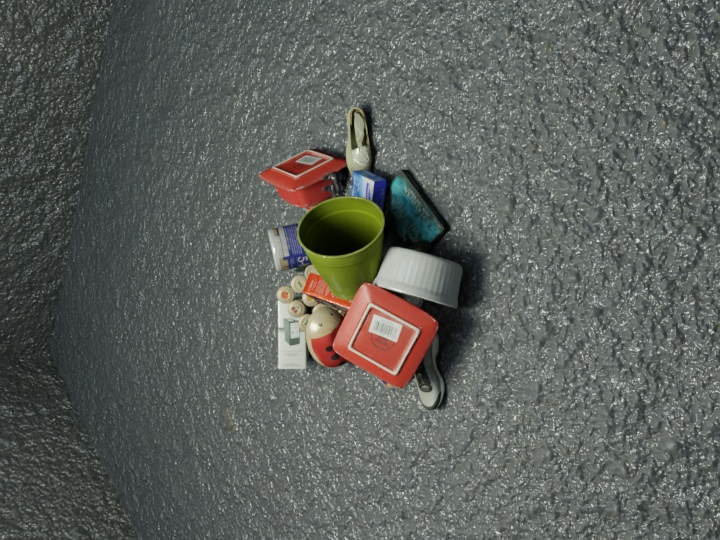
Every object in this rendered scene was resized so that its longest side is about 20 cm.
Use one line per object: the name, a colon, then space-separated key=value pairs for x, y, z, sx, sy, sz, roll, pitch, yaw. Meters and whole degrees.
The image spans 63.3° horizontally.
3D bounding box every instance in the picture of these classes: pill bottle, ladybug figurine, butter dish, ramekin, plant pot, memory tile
pill bottle: x=-0.144 y=-0.074 z=1.599 sx=0.120 sy=0.200 sz=0.120 roll=167 pitch=90 yaw=-82
ladybug figurine: x=-0.073 y=0.186 z=1.568 sx=0.072 sy=0.136 sz=0.200 roll=17 pitch=143 yaw=41
butter dish: x=-0.144 y=-0.234 z=1.622 sx=0.200 sy=0.199 sz=0.148 roll=27 pitch=142 yaw=46
ramekin: x=0.137 y=0.014 z=1.339 sx=0.200 sy=0.200 sz=0.098 roll=14 pitch=87 yaw=44
butter dish: x=0.068 y=0.135 z=1.366 sx=0.200 sy=0.148 sz=0.200 roll=28 pitch=111 yaw=8
plant pot: x=-0.029 y=-0.037 z=1.375 sx=0.200 sy=0.200 sz=0.193 roll=37 pitch=154 yaw=37
memory tile: x=-0.124 y=0.096 z=1.626 sx=0.153 sy=0.017 sz=0.200 roll=-36 pitch=95 yaw=1

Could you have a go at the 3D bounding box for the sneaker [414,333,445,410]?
sneaker: x=0.152 y=0.242 z=1.423 sx=0.074 sy=0.079 sz=0.201 roll=-8 pitch=89 yaw=43

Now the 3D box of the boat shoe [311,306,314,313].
boat shoe: x=-0.113 y=0.116 z=1.680 sx=0.075 sy=0.075 sz=0.203 roll=20 pitch=107 yaw=42

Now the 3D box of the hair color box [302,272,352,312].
hair color box: x=-0.037 y=0.071 z=1.497 sx=0.200 sy=0.102 sz=0.061 roll=16 pitch=79 yaw=26

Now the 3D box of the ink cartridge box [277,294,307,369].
ink cartridge box: x=-0.194 y=0.175 z=1.712 sx=0.146 sy=0.084 sz=0.200 roll=-115 pitch=25 yaw=-86

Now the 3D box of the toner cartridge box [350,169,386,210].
toner cartridge box: x=0.014 y=-0.152 z=1.521 sx=0.095 sy=0.043 sz=0.200 roll=33 pitch=127 yaw=45

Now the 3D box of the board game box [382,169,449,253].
board game box: x=0.123 y=-0.133 z=1.457 sx=0.135 sy=0.028 sz=0.200 roll=-51 pitch=59 yaw=35

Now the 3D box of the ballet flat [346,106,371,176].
ballet flat: x=-0.004 y=-0.334 z=1.534 sx=0.069 sy=0.069 sz=0.200 roll=-9 pitch=87 yaw=45

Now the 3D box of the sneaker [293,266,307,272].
sneaker: x=-0.149 y=-0.076 z=1.689 sx=0.078 sy=0.091 sz=0.200 roll=32 pitch=115 yaw=38

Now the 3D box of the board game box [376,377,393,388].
board game box: x=0.054 y=0.208 z=1.503 sx=0.200 sy=0.039 sz=0.158 roll=44 pitch=116 yaw=18

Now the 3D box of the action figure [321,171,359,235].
action figure: x=-0.040 y=-0.145 z=1.473 sx=0.200 sy=0.102 sz=0.119 roll=61 pitch=158 yaw=21
